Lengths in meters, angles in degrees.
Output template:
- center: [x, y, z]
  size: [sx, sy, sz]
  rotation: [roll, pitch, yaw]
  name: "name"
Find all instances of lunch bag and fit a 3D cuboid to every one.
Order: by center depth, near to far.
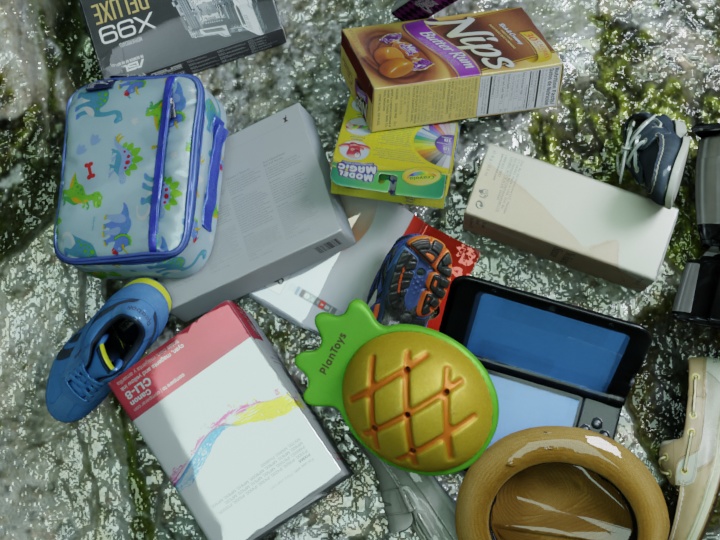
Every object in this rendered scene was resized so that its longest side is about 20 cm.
- center: [-0.215, -0.094, 1.290]
  size: [0.160, 0.082, 0.201]
  rotation: [0, 74, 18]
  name: "lunch bag"

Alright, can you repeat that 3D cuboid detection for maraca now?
- center: [0.034, 0.111, 1.218]
  size: [0.199, 0.107, 0.138]
  rotation: [29, 101, 7]
  name: "maraca"

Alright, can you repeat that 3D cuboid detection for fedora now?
- center: [0.190, 0.232, 1.242]
  size: [0.199, 0.082, 0.202]
  rotation: [1, 98, 6]
  name: "fedora"

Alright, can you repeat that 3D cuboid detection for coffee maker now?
- center: [0.398, -0.036, 1.247]
  size: [0.134, 0.192, 0.201]
  rotation: [7, 88, -28]
  name: "coffee maker"

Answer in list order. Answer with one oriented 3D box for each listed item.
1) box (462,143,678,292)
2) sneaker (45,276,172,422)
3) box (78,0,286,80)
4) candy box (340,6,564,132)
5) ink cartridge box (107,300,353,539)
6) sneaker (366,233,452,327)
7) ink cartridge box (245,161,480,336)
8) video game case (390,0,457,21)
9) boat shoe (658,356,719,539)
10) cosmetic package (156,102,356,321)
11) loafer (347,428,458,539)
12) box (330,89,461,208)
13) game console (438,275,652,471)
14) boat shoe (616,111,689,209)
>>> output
- center: [0.208, -0.052, 1.308]
  size: [0.199, 0.095, 0.078]
  rotation: [20, 83, 7]
  name: "box"
- center: [-0.261, 0.090, 1.278]
  size: [0.066, 0.079, 0.200]
  rotation: [39, 117, -9]
  name: "sneaker"
- center: [-0.196, -0.291, 1.390]
  size: [0.199, 0.050, 0.159]
  rotation: [-18, 80, 0]
  name: "box"
- center: [0.090, -0.205, 1.309]
  size: [0.199, 0.057, 0.117]
  rotation: [-9, 42, -15]
  name: "candy box"
- center: [-0.119, 0.157, 1.262]
  size: [0.144, 0.145, 0.200]
  rotation: [-35, 80, -2]
  name: "ink cartridge box"
- center: [0.033, 0.053, 1.292]
  size: [0.075, 0.078, 0.201]
  rotation: [22, 102, -17]
  name: "sneaker"
- center: [0.000, 0.000, 1.332]
  size: [0.199, 0.050, 0.163]
  rotation: [28, 84, 10]
  name: "ink cartridge box"
- center: [0.112, -0.343, 1.310]
  size: [0.036, 0.200, 0.182]
  rotation: [32, 83, -12]
  name: "video game case"
- center: [0.327, 0.182, 1.279]
  size: [0.066, 0.074, 0.201]
  rotation: [15, 80, 18]
  name: "boat shoe"
- center: [-0.120, -0.058, 1.312]
  size: [0.199, 0.052, 0.152]
  rotation: [-24, 69, 12]
  name: "cosmetic package"
- center: [0.051, 0.230, 1.280]
  size: [0.070, 0.070, 0.200]
  rotation: [-40, 82, -11]
  name: "loafer"
- center: [0.038, -0.129, 1.296]
  size: [0.117, 0.049, 0.201]
  rotation: [9, 39, 5]
  name: "box"
- center: [0.161, 0.120, 1.270]
  size: [0.199, 0.116, 0.177]
  rotation: [16, 81, 6]
  name: "game console"
- center: [0.284, -0.115, 1.268]
  size: [0.061, 0.200, 0.075]
  rotation: [18, 116, 4]
  name: "boat shoe"
